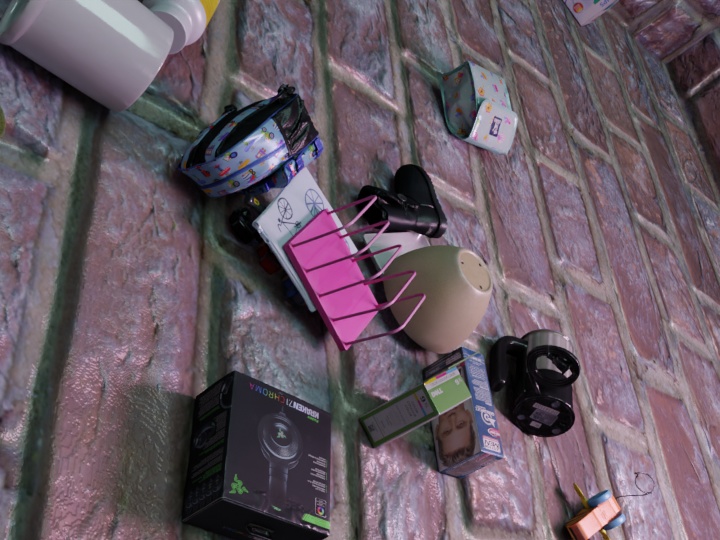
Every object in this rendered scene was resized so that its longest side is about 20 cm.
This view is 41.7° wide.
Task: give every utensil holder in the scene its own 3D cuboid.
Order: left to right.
[{"bbox_3d":[-0.402,-0.353,1.393,0.200,0.170,0.170,33,40,-32],"label":"utensil holder"}]

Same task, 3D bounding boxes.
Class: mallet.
[{"bbox_3d":[-0.124,-0.075,1.556,0.200,0.041,0.066,47,33,-40],"label":"mallet"}]

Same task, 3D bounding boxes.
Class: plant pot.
[{"bbox_3d":[0.159,0.031,1.715,0.200,0.134,0.200,31,40,-30],"label":"plant pot"}]

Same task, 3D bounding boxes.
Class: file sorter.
[{"bbox_3d":[0.000,0.000,1.520,0.200,0.125,0.139,62,35,-15],"label":"file sorter"}]

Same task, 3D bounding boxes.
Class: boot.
[{"bbox_3d":[0.067,-0.149,1.857,0.168,0.076,0.200,10,42,-36],"label":"boot"}]

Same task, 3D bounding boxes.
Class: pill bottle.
[{"bbox_3d":[-0.312,-0.458,1.636,0.112,0.112,0.200,38,37,-23],"label":"pill bottle"}]

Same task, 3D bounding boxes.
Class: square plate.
[{"bbox_3d":[0.098,0.018,1.796,0.200,0.028,0.198,-6,66,-52],"label":"square plate"}]

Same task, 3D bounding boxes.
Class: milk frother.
[{"bbox_3d":[0.365,0.182,1.827,0.180,0.200,0.188,36,38,-19],"label":"milk frother"}]

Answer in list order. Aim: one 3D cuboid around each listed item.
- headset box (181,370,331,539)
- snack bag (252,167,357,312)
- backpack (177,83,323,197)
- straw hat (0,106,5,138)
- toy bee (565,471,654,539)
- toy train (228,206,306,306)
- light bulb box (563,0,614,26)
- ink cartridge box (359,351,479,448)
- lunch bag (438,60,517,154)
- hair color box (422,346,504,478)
[{"bbox_3d":[-0.133,0.263,1.251,0.174,0.093,0.200,30,42,-30],"label":"headset box"},{"bbox_3d":[-0.087,-0.050,1.550,0.189,0.021,0.200,58,36,-21],"label":"snack bag"},{"bbox_3d":[-0.182,-0.185,1.510,0.200,0.183,0.135,-50,119,-41],"label":"backpack"},{"bbox_3d":[-0.543,-0.184,1.150,0.201,0.085,0.201,30,30,-20],"label":"straw hat"},{"bbox_3d":[0.460,0.466,1.803,0.200,0.109,0.131,-2,69,-23],"label":"toy bee"},{"bbox_3d":[-0.142,-0.019,1.533,0.200,0.034,0.046,50,36,-7],"label":"toy train"},{"bbox_3d":[0.837,-1.031,3.432,0.200,0.198,0.125,54,36,1],"label":"light bulb box"},{"bbox_3d":[0.105,0.206,1.489,0.104,0.200,0.059,-15,73,-53],"label":"ink cartridge box"},{"bbox_3d":[0.290,-0.385,2.294,0.170,0.122,0.200,12,60,-48],"label":"lunch bag"},{"bbox_3d":[0.174,0.243,1.630,0.061,0.100,0.200,23,45,-37],"label":"hair color box"}]
